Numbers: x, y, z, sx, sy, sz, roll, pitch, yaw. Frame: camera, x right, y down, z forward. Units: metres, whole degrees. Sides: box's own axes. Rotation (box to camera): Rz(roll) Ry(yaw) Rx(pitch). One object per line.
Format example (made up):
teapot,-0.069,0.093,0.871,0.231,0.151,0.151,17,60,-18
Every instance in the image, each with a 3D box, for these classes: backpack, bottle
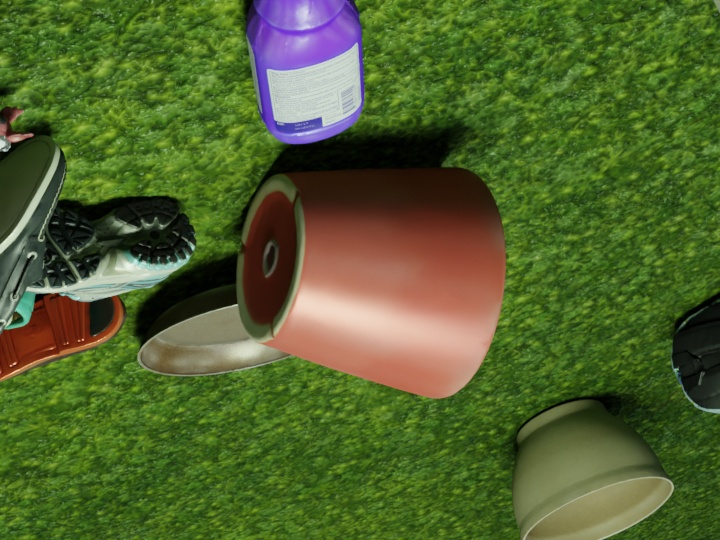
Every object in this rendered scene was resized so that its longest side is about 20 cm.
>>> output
backpack,0.458,0.094,1.987,0.199,0.165,0.154,-21,168,15
bottle,-0.041,-0.170,1.246,0.083,0.066,0.200,-18,153,-7

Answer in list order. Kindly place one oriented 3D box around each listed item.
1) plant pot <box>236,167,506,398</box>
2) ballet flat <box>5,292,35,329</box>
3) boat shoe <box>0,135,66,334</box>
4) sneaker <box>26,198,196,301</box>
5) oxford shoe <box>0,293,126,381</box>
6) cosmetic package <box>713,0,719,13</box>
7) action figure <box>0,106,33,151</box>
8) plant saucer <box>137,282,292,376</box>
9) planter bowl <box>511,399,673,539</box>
plant pot,0.000,0.000,1.468,0.176,0.202,0.201,7,143,-25
ballet flat,-0.359,0.041,1.401,0.198,0.071,0.068,-14,153,-12
boat shoe,-0.268,-0.004,1.302,0.066,0.074,0.201,33,81,-43
sneaker,-0.234,-0.002,1.406,0.198,0.078,0.086,-2,151,-32
oxford shoe,-0.296,0.062,1.489,0.198,0.072,0.073,-11,171,0
cosmetic package,0.389,-0.252,1.391,0.198,0.072,0.105,-10,151,-21
action figure,-0.324,-0.093,1.190,0.199,0.134,0.150,-21,114,-30
plant saucer,-0.112,0.050,1.606,0.198,0.032,0.200,-13,161,-5
planter bowl,0.270,0.245,2.143,0.198,0.136,0.201,-16,152,-9
